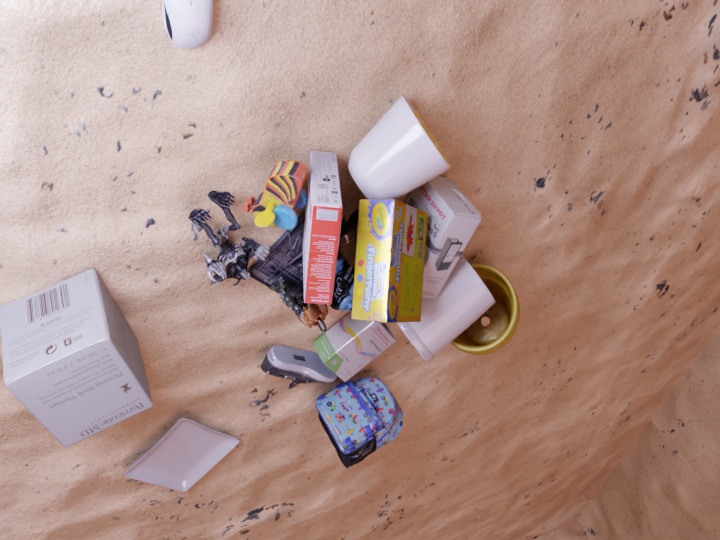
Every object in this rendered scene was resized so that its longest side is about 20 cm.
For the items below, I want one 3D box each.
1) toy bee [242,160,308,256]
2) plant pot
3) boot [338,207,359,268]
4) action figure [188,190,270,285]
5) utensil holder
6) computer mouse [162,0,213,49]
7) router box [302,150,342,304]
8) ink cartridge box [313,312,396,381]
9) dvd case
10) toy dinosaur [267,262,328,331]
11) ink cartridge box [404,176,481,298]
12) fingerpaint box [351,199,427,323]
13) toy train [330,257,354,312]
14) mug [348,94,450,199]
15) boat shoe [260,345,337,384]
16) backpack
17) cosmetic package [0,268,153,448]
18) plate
[{"bbox_3d":[-0.150,-0.108,1.090,0.106,0.132,0.204,18,123,3],"label":"toy bee"},{"bbox_3d":[0.292,0.108,1.549,0.199,0.203,0.189,-39,155,6],"label":"plant pot"},{"bbox_3d":[0.018,-0.077,1.204,0.200,0.072,0.077,-49,116,-44],"label":"boot"},{"bbox_3d":[-0.227,-0.033,1.118,0.118,0.102,0.203,-35,139,-16],"label":"action figure"},{"bbox_3d":[0.175,0.072,1.412,0.198,0.171,0.170,-38,139,3],"label":"utensil holder"},{"bbox_3d":[-0.226,-0.382,0.833,0.107,0.044,0.204,-18,136,-20],"label":"computer mouse"},{"bbox_3d":[-0.068,-0.077,1.093,0.047,0.202,0.184,3,124,-8],"label":"router box"},{"bbox_3d":[0.003,0.151,1.471,0.198,0.068,0.117,-39,139,4],"label":"ink cartridge box"},{"bbox_3d":[-0.108,-0.034,1.261,0.200,0.016,0.148,-44,138,10],"label":"dvd case"},{"bbox_3d":[-0.097,0.058,1.232,0.101,0.138,0.199,-32,-176,-23],"label":"toy dinosaur"},{"bbox_3d":[0.138,-0.070,1.296,0.082,0.147,0.203,4,126,-34],"label":"ink cartridge box"},{"bbox_3d":[0.054,-0.013,1.141,0.166,0.071,0.207,5,88,-64],"label":"fingerpaint box"},{"bbox_3d":[0.000,0.000,1.305,0.113,0.087,0.203,-21,149,-44],"label":"toy train"},{"bbox_3d":[0.069,-0.190,1.146,0.152,0.152,0.186,-35,133,14],"label":"mug"},{"bbox_3d":[-0.140,0.226,1.446,0.197,0.071,0.066,21,124,-43],"label":"boat shoe"},{"bbox_3d":[0.006,0.352,1.575,0.196,0.184,0.136,-25,145,-15],"label":"backpack"},{"bbox_3d":[-0.470,0.146,1.069,0.164,0.168,0.203,-24,139,-12],"label":"cosmetic package"},{"bbox_3d":[-0.407,0.418,1.469,0.199,0.033,0.199,-42,138,7],"label":"plate"}]
